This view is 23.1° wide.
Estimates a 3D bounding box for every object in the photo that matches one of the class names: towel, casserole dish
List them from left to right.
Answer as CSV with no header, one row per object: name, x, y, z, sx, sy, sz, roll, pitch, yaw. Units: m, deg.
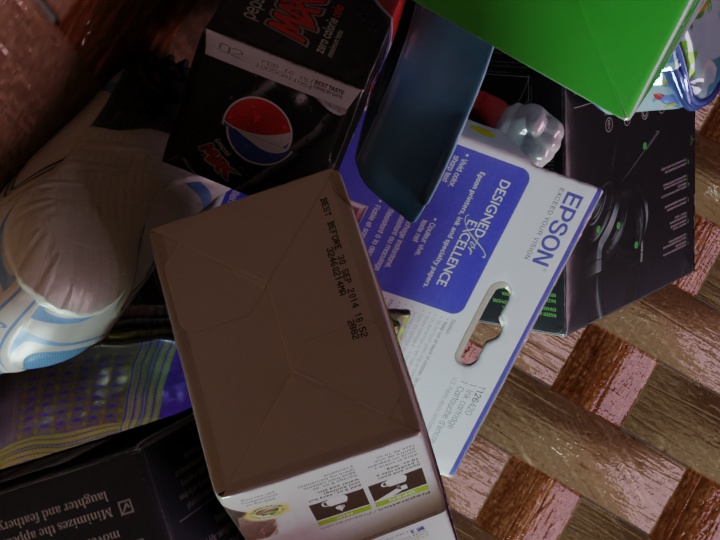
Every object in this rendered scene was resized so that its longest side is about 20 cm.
towel,-0.084,0.069,0.834,0.144,0.198,0.023,110,-28,-44
casserole dish,0.036,-0.114,0.839,0.201,0.039,0.122,-78,-172,-45

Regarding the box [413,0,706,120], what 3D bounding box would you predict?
box,0.071,-0.186,0.722,0.177,0.199,0.097,-53,170,-45

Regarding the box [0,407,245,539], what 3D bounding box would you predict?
box,-0.107,0.176,0.728,0.147,0.201,0.107,-17,-179,14

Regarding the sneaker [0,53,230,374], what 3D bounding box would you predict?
sneaker,-0.104,-0.028,0.714,0.072,0.072,0.200,-33,-168,32

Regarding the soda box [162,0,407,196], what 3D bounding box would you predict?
soda box,-0.022,-0.103,0.755,0.200,0.070,0.064,-72,-176,-58

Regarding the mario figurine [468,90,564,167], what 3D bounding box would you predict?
mario figurine,0.035,-0.072,0.983,0.106,0.201,0.123,-7,-151,45

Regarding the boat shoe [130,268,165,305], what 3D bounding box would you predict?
boat shoe,-0.036,0.032,0.897,0.072,0.200,0.073,0,-123,48

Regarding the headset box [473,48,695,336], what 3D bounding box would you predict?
headset box,0.136,-0.067,1.121,0.174,0.092,0.202,-22,114,-49

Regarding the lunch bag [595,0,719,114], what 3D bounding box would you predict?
lunch bag,0.164,-0.205,1.004,0.161,0.082,0.201,-54,131,-40

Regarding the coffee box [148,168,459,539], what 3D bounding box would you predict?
coffee box,-0.015,0.063,0.717,0.079,0.114,0.200,-18,153,0

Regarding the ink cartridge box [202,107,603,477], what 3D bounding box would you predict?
ink cartridge box,0.000,0.000,0.964,0.199,0.199,0.047,-64,-158,21
